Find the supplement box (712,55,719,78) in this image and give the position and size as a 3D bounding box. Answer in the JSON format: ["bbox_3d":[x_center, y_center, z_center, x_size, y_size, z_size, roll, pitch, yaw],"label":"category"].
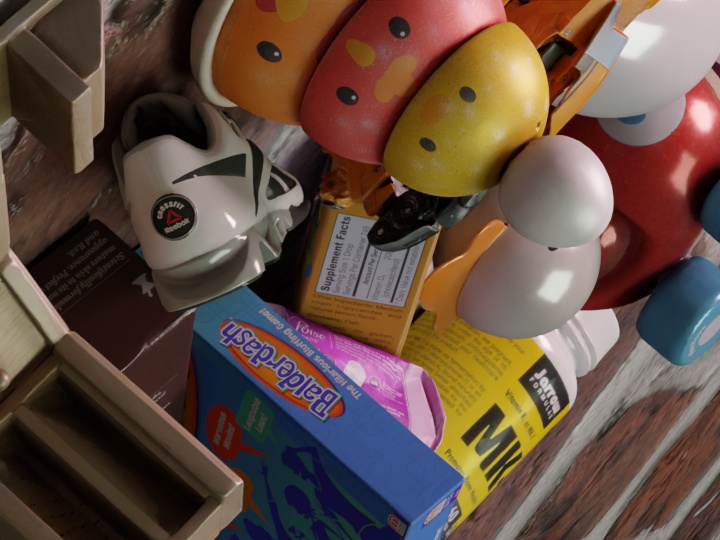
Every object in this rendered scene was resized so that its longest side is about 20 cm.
[{"bbox_3d":[0.227,-0.129,1.898,0.110,0.086,0.200,-45,163,-17],"label":"supplement box"}]

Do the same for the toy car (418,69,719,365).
[{"bbox_3d":[0.110,-0.031,1.650,0.200,0.184,0.177,-28,153,-45],"label":"toy car"}]

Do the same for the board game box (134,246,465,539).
[{"bbox_3d":[-0.049,0.092,1.476,0.045,0.200,0.152,-37,158,-33],"label":"board game box"}]

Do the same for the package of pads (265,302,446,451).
[{"bbox_3d":[-0.054,0.121,1.620,0.200,0.120,0.076,-53,-156,32],"label":"package of pads"}]

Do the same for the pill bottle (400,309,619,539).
[{"bbox_3d":[0.067,0.079,1.893,0.200,0.114,0.114,-45,163,-17],"label":"pill bottle"}]

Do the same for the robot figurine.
[{"bbox_3d":[0.054,-0.099,1.405,0.058,0.145,0.200,23,117,-44],"label":"robot figurine"}]

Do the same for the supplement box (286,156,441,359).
[{"bbox_3d":[0.000,0.000,1.604,0.200,0.069,0.067,110,-11,-50],"label":"supplement box"}]

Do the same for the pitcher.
[{"bbox_3d":[0.126,-0.162,1.526,0.172,0.121,0.200,-53,153,20],"label":"pitcher"}]

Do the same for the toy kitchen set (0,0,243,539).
[{"bbox_3d":[-0.108,0.005,1.169,0.163,0.180,0.200,-45,167,-19],"label":"toy kitchen set"}]

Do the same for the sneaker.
[{"bbox_3d":[-0.073,-0.045,1.350,0.074,0.089,0.200,-25,-172,3],"label":"sneaker"}]

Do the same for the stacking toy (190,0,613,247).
[{"bbox_3d":[0.036,-0.085,1.314,0.146,0.200,0.146,-45,162,-19],"label":"stacking toy"}]

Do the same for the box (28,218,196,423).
[{"bbox_3d":[-0.143,0.075,1.423,0.100,0.075,0.200,-40,162,-28],"label":"box"}]
